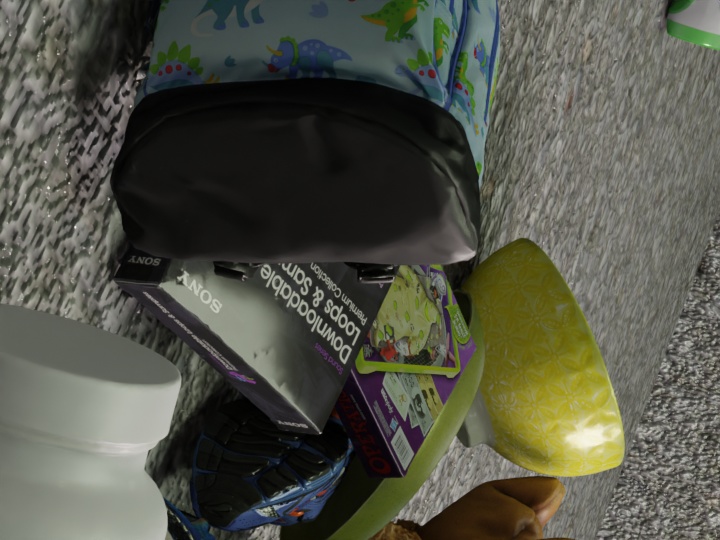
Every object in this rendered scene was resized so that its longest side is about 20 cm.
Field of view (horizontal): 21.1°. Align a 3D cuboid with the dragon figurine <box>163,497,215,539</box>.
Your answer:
[{"bbox_3d":[-0.064,0.180,0.978,0.059,0.099,0.200,-37,140,-29],"label":"dragon figurine"}]

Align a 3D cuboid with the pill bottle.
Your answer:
[{"bbox_3d":[-0.138,0.121,0.726,0.116,0.116,0.201,-7,115,-73],"label":"pill bottle"}]

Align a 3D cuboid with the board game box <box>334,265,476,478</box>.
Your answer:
[{"bbox_3d":[0.000,0.000,1.058,0.120,0.032,0.200,-52,128,-43],"label":"board game box"}]

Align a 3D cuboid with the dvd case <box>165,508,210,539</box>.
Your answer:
[{"bbox_3d":[-0.135,0.184,0.994,0.200,0.018,0.143,49,62,-72],"label":"dvd case"}]

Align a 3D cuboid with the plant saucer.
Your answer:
[{"bbox_3d":[0.020,0.102,1.219,0.200,0.031,0.200,-51,-167,16],"label":"plant saucer"}]

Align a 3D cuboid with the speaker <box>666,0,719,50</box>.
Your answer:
[{"bbox_3d":[0.390,-0.339,2.063,0.088,0.088,0.201,-20,128,-70],"label":"speaker"}]

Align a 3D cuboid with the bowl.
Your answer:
[{"bbox_3d":[0.118,0.084,1.538,0.107,0.200,0.200,-22,149,-9],"label":"bowl"}]

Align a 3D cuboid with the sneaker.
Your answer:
[{"bbox_3d":[-0.042,0.115,1.108,0.200,0.075,0.079,-25,135,-67],"label":"sneaker"}]

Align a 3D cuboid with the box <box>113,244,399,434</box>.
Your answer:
[{"bbox_3d":[-0.027,-0.039,0.959,0.143,0.036,0.200,45,63,-42],"label":"box"}]

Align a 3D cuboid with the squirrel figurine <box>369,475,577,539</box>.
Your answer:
[{"bbox_3d":[0.080,0.255,1.481,0.187,0.199,0.142,-84,178,-71],"label":"squirrel figurine"}]

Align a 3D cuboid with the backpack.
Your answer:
[{"bbox_3d":[-0.011,-0.108,0.838,0.200,0.163,0.154,-63,149,-49],"label":"backpack"}]
